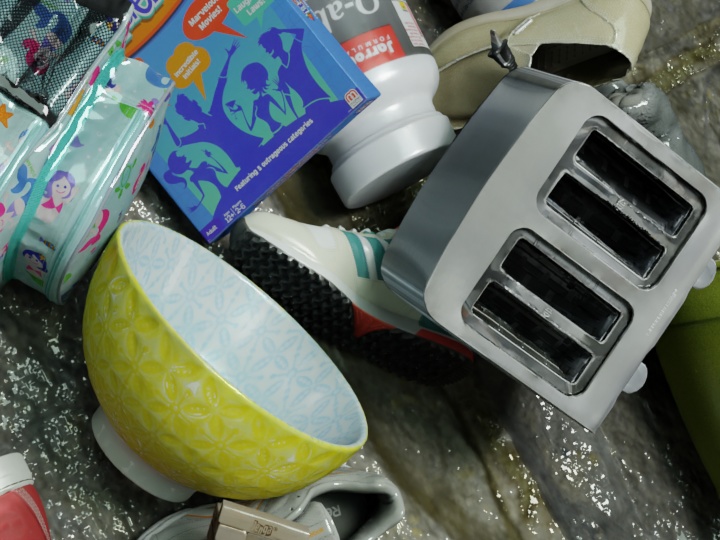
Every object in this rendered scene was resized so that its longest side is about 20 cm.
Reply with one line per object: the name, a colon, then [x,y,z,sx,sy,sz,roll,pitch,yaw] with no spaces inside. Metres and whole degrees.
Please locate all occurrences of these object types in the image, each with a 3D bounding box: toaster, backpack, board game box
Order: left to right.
backpack: [-0.210,-0.064,0.817,0.150,0.178,0.201,36,63,-3]
board game box: [-0.106,-0.145,0.919,0.201,0.152,0.045,50,17,1]
toaster: [0.125,-0.022,0.893,0.199,0.119,0.182,35,91,-16]

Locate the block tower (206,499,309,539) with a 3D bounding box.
block tower: [-0.083,0.232,0.780,0.053,0.058,0.203,17,91,-8]

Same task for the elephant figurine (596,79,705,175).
elephant figurine: [0.160,-0.041,1.034,0.201,0.154,0.142,-50,139,-22]

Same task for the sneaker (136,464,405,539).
sneaker: [-0.060,0.168,0.841,0.198,0.092,0.077,-25,91,-30]

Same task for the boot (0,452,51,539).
boot: [-0.251,0.202,0.754,0.198,0.072,0.146,-18,80,-34]

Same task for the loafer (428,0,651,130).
loafer: [0.119,-0.150,1.004,0.076,0.198,0.069,43,37,-37]

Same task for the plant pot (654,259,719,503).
plant pot: [0.317,0.082,1.022,0.198,0.200,0.196,-9,85,-28]

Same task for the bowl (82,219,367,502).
bowl: [-0.102,0.075,0.840,0.200,0.200,0.108,40,102,-7]

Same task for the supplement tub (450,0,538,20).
supplement tub: [0.110,-0.274,1.083,0.131,0.132,0.201,-29,83,-32]

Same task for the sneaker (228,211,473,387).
sneaker: [0.001,0.000,0.962,0.198,0.070,0.094,29,53,-16]

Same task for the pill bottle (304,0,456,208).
pill bottle: [-0.012,-0.156,0.984,0.115,0.116,0.202,-21,80,-31]
